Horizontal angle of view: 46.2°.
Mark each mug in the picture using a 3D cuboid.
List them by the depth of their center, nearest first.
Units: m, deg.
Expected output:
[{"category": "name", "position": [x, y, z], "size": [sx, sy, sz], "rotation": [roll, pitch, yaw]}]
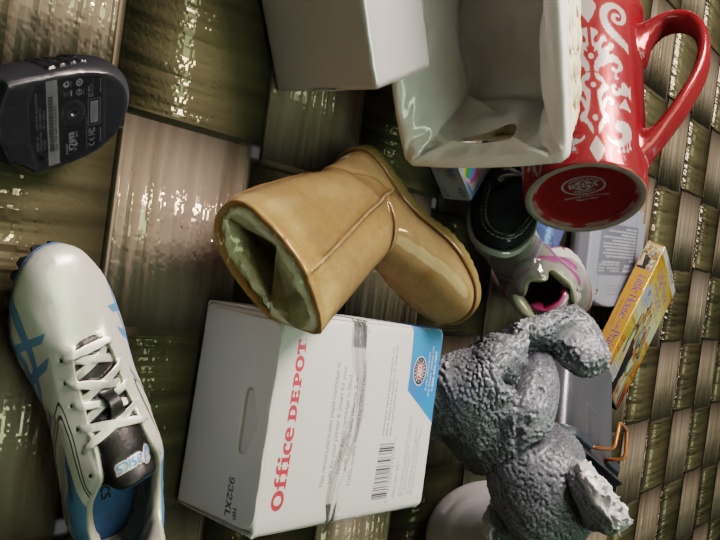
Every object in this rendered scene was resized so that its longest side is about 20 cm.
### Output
[{"category": "mug", "position": [0.214, -0.158, 0.765], "size": [0.132, 0.177, 0.204], "rotation": [22, 57, -27]}]

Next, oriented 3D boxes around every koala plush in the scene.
[{"category": "koala plush", "position": [0.146, 0.163, 0.767], "size": [0.182, 0.177, 0.203], "rotation": [-9, 70, -45]}]

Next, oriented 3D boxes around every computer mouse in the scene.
[{"category": "computer mouse", "position": [-0.206, -0.075, 0.430], "size": [0.198, 0.034, 0.060], "rotation": [-23, 139, -43]}]

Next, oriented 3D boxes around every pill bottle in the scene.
[{"category": "pill bottle", "position": [0.146, 0.333, 0.887], "size": [0.120, 0.118, 0.203], "rotation": [-46, 130, -37]}]

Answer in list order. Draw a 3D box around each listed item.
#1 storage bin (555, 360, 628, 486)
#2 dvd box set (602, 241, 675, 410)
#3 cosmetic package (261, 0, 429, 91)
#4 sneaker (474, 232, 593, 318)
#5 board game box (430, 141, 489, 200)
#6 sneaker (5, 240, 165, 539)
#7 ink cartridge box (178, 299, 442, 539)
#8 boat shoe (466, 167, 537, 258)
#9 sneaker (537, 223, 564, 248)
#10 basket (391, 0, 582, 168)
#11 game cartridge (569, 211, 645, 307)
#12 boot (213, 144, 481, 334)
[{"category": "storage bin", "position": [0.231, 0.154, 0.963], "size": [0.199, 0.143, 0.137], "rotation": [38, 57, -48]}, {"category": "dvd box set", "position": [0.379, 0.080, 1.175], "size": [0.202, 0.029, 0.147], "rotation": [-59, 146, -13]}, {"category": "cosmetic package", "position": [-0.020, -0.233, 0.583], "size": [0.074, 0.100, 0.204], "rotation": [-32, 122, -43]}, {"category": "sneaker", "position": [0.196, 0.020, 0.902], "size": [0.199, 0.081, 0.089], "rotation": [27, 33, -45]}, {"category": "board game box", "position": [0.087, -0.186, 0.784], "size": [0.135, 0.034, 0.202], "rotation": [-56, 136, -30]}, {"category": "sneaker", "position": [-0.151, 0.081, 0.493], "size": [0.071, 0.071, 0.204], "rotation": [-27, 116, -45]}, {"category": "ink cartridge box", "position": [-0.030, 0.107, 0.643], "size": [0.198, 0.083, 0.149], "rotation": [10, 88, -52]}, {"category": "boat shoe", "position": [0.157, -0.094, 0.841], "size": [0.061, 0.074, 0.202], "rotation": [105, 6, -45]}, {"category": "sneaker", "position": [0.234, -0.108, 0.956], "size": [0.075, 0.076, 0.204], "rotation": [27, 77, -52]}, {"category": "basket", "position": [0.101, -0.194, 0.650], "size": [0.123, 0.133, 0.204], "rotation": [-46, 133, -56]}, {"category": "game cartridge", "position": [0.329, -0.020, 1.130], "size": [0.198, 0.040, 0.137], "rotation": [3, 91, -53]}, {"category": "boot", "position": [0.000, 0.000, 0.604], "size": [0.176, 0.066, 0.200], "rotation": [48, 28, -1]}]
